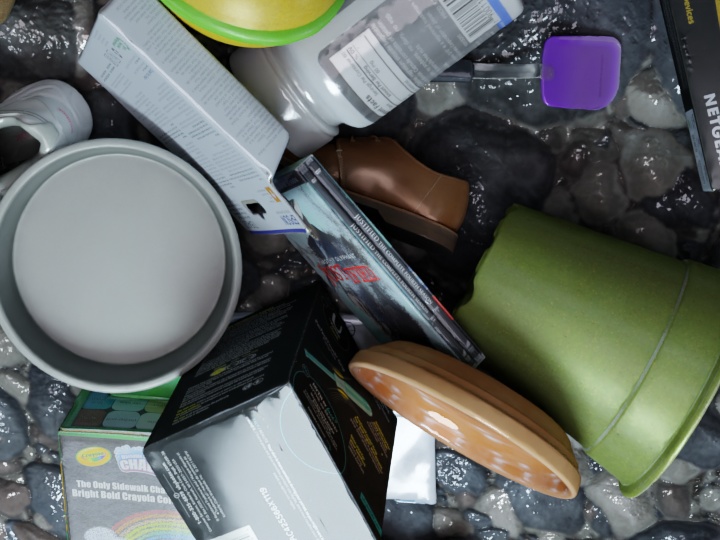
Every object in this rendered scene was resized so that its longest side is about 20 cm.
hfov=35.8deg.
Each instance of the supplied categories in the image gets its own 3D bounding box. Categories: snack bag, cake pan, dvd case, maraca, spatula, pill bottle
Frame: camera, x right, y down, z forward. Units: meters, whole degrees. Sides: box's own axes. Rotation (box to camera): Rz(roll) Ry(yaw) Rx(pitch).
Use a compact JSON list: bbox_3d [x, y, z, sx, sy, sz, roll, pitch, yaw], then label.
[{"bbox_3d":[-0.024,0.128,1.005,0.187,0.021,0.202,0,113,4],"label":"snack bag"},{"bbox_3d":[-0.193,-0.005,0.886,0.198,0.037,0.202,-1,100,-5],"label":"cake pan"},{"bbox_3d":[0.000,0.000,0.873,0.022,0.146,0.200,-43,102,-16],"label":"dvd case"},{"bbox_3d":[-0.098,-0.226,0.740,0.199,0.137,0.107,37,148,3],"label":"maraca"},{"bbox_3d":[0.103,-0.156,0.872,0.198,0.021,0.057,2,94,8],"label":"spatula"},{"bbox_3d":[0.009,-0.178,0.816,0.199,0.114,0.114,-34,107,14],"label":"pill bottle"}]

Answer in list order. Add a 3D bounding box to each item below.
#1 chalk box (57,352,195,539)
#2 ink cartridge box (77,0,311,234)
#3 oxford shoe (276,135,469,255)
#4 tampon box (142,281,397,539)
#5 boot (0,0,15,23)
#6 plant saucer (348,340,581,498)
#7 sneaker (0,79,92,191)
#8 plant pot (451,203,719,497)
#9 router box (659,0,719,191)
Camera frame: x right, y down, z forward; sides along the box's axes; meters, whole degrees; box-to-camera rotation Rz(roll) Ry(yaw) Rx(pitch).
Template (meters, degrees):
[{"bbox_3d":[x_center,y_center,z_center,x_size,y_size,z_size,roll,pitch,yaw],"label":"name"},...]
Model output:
[{"bbox_3d":[-0.184,0.157,0.975,0.123,0.124,0.202,4,113,4],"label":"chalk box"},{"bbox_3d":[-0.117,-0.110,0.821,0.041,0.199,0.200,-47,105,-12],"label":"ink cartridge box"},{"bbox_3d":[-0.006,-0.081,0.901,0.199,0.071,0.072,22,83,-2],"label":"oxford shoe"},{"bbox_3d":[-0.062,0.129,0.888,0.125,0.200,0.151,-25,105,13],"label":"tampon box"},{"bbox_3d":[-0.359,-0.243,0.849,0.199,0.074,0.076,20,123,-7],"label":"boot"},{"bbox_3d":[0.084,0.110,0.862,0.199,0.200,0.038,34,77,-10],"label":"plant saucer"},{"bbox_3d":[-0.316,-0.088,0.891,0.199,0.100,0.078,-26,108,14],"label":"sneaker"},{"bbox_3d":[0.173,0.044,0.881,0.189,0.200,0.201,28,113,6],"label":"plant pot"},{"bbox_3d":[0.305,-0.171,0.802,0.156,0.052,0.202,-14,92,10],"label":"router box"}]
